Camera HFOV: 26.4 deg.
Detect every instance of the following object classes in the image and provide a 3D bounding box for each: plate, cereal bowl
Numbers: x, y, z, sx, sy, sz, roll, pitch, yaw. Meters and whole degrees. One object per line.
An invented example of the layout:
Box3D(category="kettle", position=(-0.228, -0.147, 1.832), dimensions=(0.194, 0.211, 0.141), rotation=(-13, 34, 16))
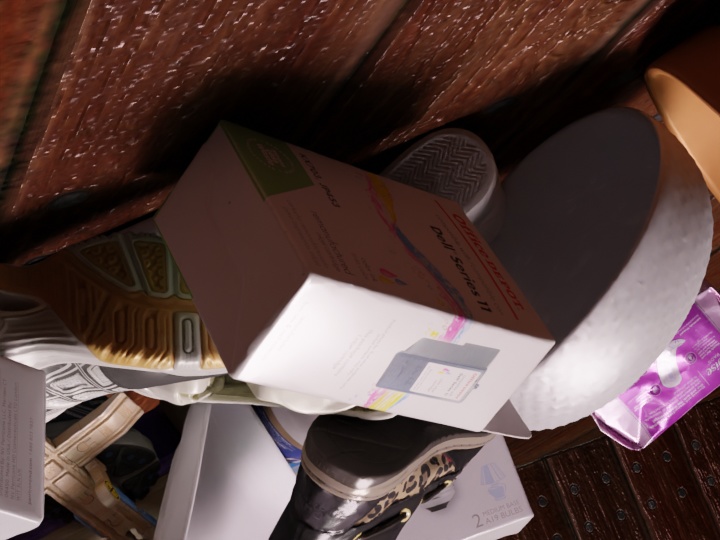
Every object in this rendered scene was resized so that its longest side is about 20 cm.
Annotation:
Box3D(category="plate", position=(-0.082, 0.186, 0.896), dimensions=(0.032, 0.200, 0.200), rotation=(0, 147, 17))
Box3D(category="cereal bowl", position=(0.129, 0.009, 0.885), dimensions=(0.083, 0.200, 0.200), rotation=(34, 139, -20))

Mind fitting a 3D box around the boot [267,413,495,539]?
Box3D(category="boot", position=(0.002, 0.142, 0.888), dimensions=(0.151, 0.073, 0.200), rotation=(-65, 162, 18))

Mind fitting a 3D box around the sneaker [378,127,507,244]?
Box3D(category="sneaker", position=(0.000, 0.000, 0.895), dimensions=(0.200, 0.074, 0.116), rotation=(-31, 164, 6))

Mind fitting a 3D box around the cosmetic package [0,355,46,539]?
Box3D(category="cosmetic package", position=(-0.244, 0.065, 0.650), dimensions=(0.113, 0.081, 0.200), rotation=(-29, 143, 33))

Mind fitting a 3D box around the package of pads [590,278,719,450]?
Box3D(category="package of pads", position=(0.189, 0.035, 1.114), dimensions=(0.120, 0.076, 0.200), rotation=(-41, -157, 6))

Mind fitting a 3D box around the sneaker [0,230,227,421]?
Box3D(category="sneaker", position=(-0.143, 0.034, 0.761), dimensions=(0.200, 0.076, 0.088), rotation=(0, 145, -4))

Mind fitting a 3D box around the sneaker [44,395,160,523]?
Box3D(category="sneaker", position=(-0.217, 0.095, 0.859), dimensions=(0.200, 0.085, 0.077), rotation=(10, 119, -34))

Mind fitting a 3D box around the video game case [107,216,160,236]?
Box3D(category="video game case", position=(-0.164, 0.029, 0.902), dimensions=(0.182, 0.022, 0.200), rotation=(-22, 166, 6))

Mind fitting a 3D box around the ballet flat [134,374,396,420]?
Box3D(category="ballet flat", position=(-0.064, 0.045, 0.805), dimensions=(0.200, 0.070, 0.069), rotation=(6, 165, -1))

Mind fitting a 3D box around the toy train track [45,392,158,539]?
Box3D(category="toy train track", position=(-0.144, 0.136, 0.849), dimensions=(0.115, 0.033, 0.200), rotation=(-37, 136, 2))

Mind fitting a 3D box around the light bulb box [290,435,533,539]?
Box3D(category="light bulb box", position=(0.007, 0.141, 1.219), dimensions=(0.198, 0.200, 0.125), rotation=(-20, 165, -6))

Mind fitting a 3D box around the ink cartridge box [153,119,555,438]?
Box3D(category="ink cartridge box", position=(0.012, 0.009, 0.746), dimensions=(0.200, 0.117, 0.067), rotation=(16, 120, -41))

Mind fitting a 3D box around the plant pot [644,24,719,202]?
Box3D(category="plant pot", position=(0.270, -0.075, 0.828), dimensions=(0.140, 0.200, 0.200), rotation=(-39, 165, 4))

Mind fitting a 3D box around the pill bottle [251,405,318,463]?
Box3D(category="pill bottle", position=(-0.048, 0.074, 1.025), dimensions=(0.111, 0.111, 0.200), rotation=(-14, 178, -27))

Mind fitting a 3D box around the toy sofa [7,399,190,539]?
Box3D(category="toy sofa", position=(-0.177, 0.144, 0.948), dimensions=(0.200, 0.083, 0.098), rotation=(-26, 147, -26))
